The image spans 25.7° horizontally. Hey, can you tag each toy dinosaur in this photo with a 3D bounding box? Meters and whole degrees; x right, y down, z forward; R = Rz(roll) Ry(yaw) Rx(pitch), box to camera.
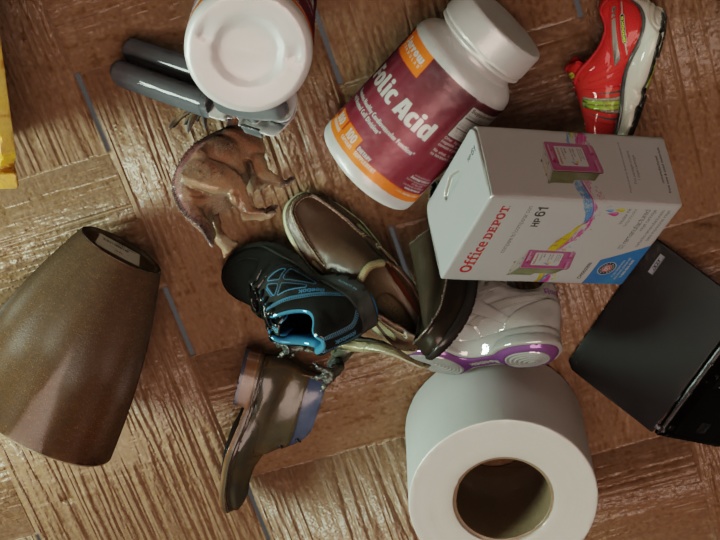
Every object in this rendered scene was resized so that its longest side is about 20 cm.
[{"bbox_3d":[-0.142,-0.103,1.533,0.135,0.201,0.086,41,140,-17],"label":"toy dinosaur"},{"bbox_3d":[-0.030,0.079,1.607,0.088,0.199,0.048,-23,117,-38],"label":"toy dinosaur"}]

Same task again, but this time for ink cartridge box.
[{"bbox_3d":[0.179,-0.059,1.497,0.198,0.085,0.145,3,147,-17],"label":"ink cartridge box"}]

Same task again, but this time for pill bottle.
[{"bbox_3d":[-0.096,-0.233,1.435,0.113,0.201,0.115,0,118,0],"label":"pill bottle"},{"bbox_3d":[0.069,-0.165,1.509,0.114,0.115,0.200,37,111,-17],"label":"pill bottle"}]

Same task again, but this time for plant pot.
[{"bbox_3d":[-0.291,0.064,1.617,0.186,0.187,0.201,28,99,-13],"label":"plant pot"}]

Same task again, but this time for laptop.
[{"bbox_3d":[0.360,0.083,1.702,0.198,0.104,0.178,13,120,-35],"label":"laptop"}]

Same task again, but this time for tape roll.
[{"bbox_3d":[0.148,0.208,1.694,0.200,0.140,0.205,0,118,0],"label":"tape roll"}]

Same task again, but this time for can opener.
[{"bbox_3d":[-0.151,-0.180,1.493,0.198,0.054,0.067,20,161,19],"label":"can opener"}]

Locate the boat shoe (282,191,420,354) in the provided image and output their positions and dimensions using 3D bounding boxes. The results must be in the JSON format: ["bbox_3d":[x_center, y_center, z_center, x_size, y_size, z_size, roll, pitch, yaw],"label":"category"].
[{"bbox_3d":[0.004,-0.004,1.595,0.202,0.075,0.075,45,75,-3],"label":"boat shoe"}]

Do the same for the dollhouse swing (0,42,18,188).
[{"bbox_3d":[-0.431,-0.186,1.487,0.174,0.182,0.202,-10,119,-17],"label":"dollhouse swing"}]

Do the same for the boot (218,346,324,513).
[{"bbox_3d":[-0.097,0.185,1.720,0.096,0.075,0.202,11,115,-2],"label":"boot"}]

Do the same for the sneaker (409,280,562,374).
[{"bbox_3d":[0.120,0.055,1.662,0.198,0.101,0.075,-4,155,23],"label":"sneaker"}]

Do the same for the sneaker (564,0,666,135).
[{"bbox_3d":[0.237,-0.176,1.548,0.084,0.077,0.202,21,116,12],"label":"sneaker"}]

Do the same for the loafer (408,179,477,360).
[{"bbox_3d":[0.076,-0.004,1.566,0.071,0.202,0.073,22,147,-13],"label":"loafer"}]

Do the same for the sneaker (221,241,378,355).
[{"bbox_3d":[-0.078,0.027,1.586,0.199,0.082,0.074,16,130,40],"label":"sneaker"}]
